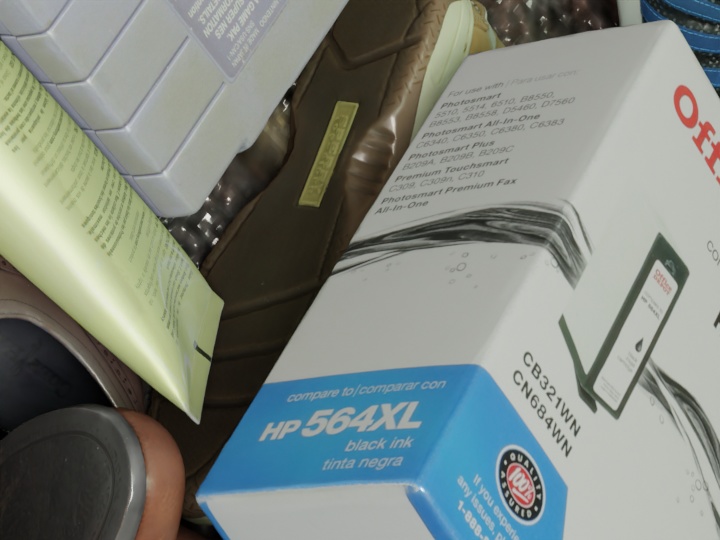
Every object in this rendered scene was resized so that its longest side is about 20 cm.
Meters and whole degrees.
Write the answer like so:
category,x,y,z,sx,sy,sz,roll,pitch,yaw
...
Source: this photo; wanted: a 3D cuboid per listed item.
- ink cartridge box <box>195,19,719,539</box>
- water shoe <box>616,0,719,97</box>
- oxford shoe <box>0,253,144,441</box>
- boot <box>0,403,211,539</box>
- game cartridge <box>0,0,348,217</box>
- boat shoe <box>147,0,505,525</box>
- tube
category,x,y,z,sx,sy,sz,roll,pitch,yaw
ink cartridge box,0.058,0.044,0.816,0.146,0.084,0.200,56,46,-28
water shoe,0.133,-0.097,0.950,0.072,0.079,0.200,-48,135,-20
oxford shoe,-0.144,0.001,0.826,0.200,0.073,0.071,30,99,-24
boot,-0.018,0.090,0.849,0.199,0.189,0.069,-9,50,-26
game cartridge,-0.045,-0.130,0.885,0.200,0.038,0.130,-57,132,-27
boat shoe,0.000,0.000,0.917,0.076,0.072,0.200,35,79,-43
tube,-0.112,-0.038,0.827,0.200,0.052,0.058,45,63,-19
